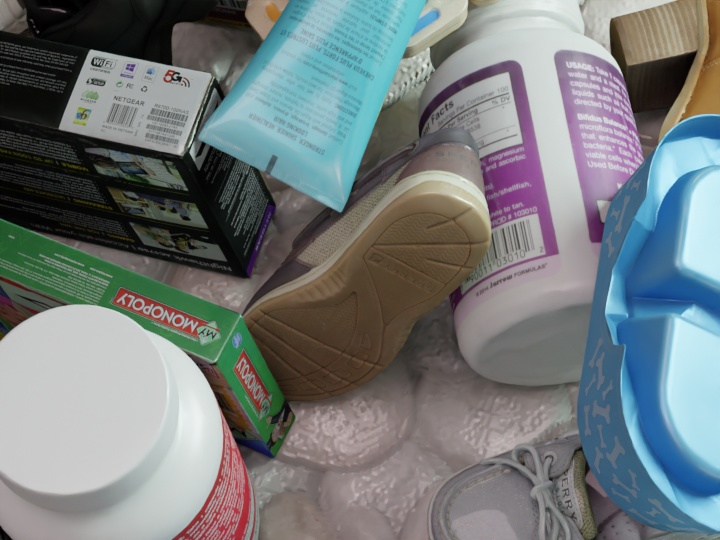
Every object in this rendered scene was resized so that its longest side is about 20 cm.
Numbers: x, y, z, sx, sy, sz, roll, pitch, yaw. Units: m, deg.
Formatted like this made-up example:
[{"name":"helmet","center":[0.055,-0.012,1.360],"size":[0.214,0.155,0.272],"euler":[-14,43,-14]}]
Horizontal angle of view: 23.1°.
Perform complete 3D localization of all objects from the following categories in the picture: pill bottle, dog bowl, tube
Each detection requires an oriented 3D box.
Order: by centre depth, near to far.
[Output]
[{"name":"dog bowl","center":[0.155,0.027,0.799],"size":[0.111,0.050,0.201],"euler":[24,61,-21]},{"name":"pill bottle","center":[-0.113,0.094,0.818],"size":[0.111,0.200,0.113],"euler":[-2,66,4]},{"name":"tube","center":[0.000,-0.132,0.863],"size":[0.077,0.050,0.201],"euler":[25,74,6]},{"name":"pill bottle","center":[0.090,-0.052,0.904],"size":[0.112,0.112,0.201],"euler":[-11,64,5]}]

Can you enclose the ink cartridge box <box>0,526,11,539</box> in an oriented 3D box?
[{"name":"ink cartridge box","center":[-0.206,0.145,0.840],"size":[0.082,0.147,0.201],"euler":[-17,64,-11]}]

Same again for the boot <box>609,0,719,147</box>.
[{"name":"boot","center":[0.223,-0.065,0.916],"size":[0.154,0.077,0.201],"euler":[-9,57,1]}]

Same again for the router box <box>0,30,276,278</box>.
[{"name":"router box","center":[-0.157,-0.066,0.932],"size":[0.199,0.149,0.051],"euler":[13,69,15]}]

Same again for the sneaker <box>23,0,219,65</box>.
[{"name":"sneaker","center":[-0.140,-0.133,0.932],"size":[0.090,0.200,0.076],"euler":[-9,64,-26]}]

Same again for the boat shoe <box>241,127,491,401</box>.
[{"name":"boat shoe","center":[0.000,0.000,0.876],"size":[0.072,0.200,0.065],"euler":[30,47,-15]}]

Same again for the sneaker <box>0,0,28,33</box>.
[{"name":"sneaker","center":[-0.262,-0.214,1.064],"size":[0.085,0.077,0.201],"euler":[-28,63,4]}]

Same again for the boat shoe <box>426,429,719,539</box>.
[{"name":"boat shoe","center":[0.130,0.107,0.848],"size":[0.201,0.065,0.075],"euler":[-5,65,7]}]

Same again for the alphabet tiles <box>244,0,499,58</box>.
[{"name":"alphabet tiles","center":[0.006,-0.204,0.928],"size":[0.195,0.015,0.200],"euler":[-34,65,-6]}]

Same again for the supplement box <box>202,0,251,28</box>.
[{"name":"supplement box","center":[-0.043,-0.248,1.022],"size":[0.130,0.103,0.201],"euler":[10,67,15]}]

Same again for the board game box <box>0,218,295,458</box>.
[{"name":"board game box","center":[-0.137,0.026,0.895],"size":[0.199,0.135,0.029],"euler":[21,70,19]}]
